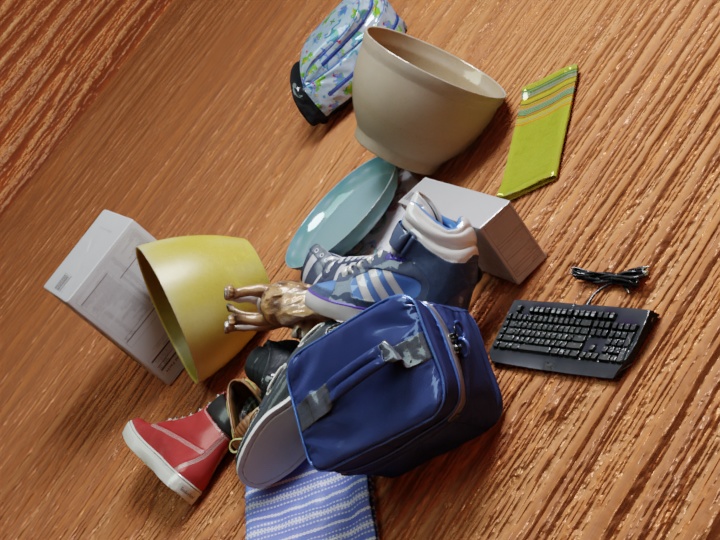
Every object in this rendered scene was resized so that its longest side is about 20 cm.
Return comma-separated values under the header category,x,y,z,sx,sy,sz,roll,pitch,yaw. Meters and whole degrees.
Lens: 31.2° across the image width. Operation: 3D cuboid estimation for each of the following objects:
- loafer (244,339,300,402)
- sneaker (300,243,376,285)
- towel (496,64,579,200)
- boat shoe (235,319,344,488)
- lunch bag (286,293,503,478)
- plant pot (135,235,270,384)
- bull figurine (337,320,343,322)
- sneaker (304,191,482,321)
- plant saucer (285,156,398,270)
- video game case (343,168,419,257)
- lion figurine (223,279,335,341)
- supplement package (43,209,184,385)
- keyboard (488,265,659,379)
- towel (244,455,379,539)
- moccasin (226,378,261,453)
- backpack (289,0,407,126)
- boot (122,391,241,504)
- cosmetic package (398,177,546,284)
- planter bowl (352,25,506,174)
category,x,y,z,sx,sy,sz,roll,pitch,yaw
loafer,-0.101,0.120,1.501,0.201,0.070,0.069,-68,-15,-82
sneaker,0.000,0.000,1.552,0.199,0.070,0.109,-35,49,31
towel,0.213,-0.167,1.547,0.086,0.018,0.201,-26,33,39
boat shoe,-0.069,0.141,1.379,0.200,0.076,0.060,-49,32,-11
lunch bag,0.032,0.113,1.249,0.199,0.132,0.137,-34,64,29
plant pot,-0.199,0.032,1.748,0.141,0.202,0.200,-25,21,-15
bull figurine,0.000,0.104,1.445,0.199,0.065,0.122,-4,53,58
sneaker,0.036,-0.014,1.384,0.198,0.080,0.148,10,94,31
plant saucer,-0.019,-0.071,1.693,0.200,0.027,0.201,-41,20,18
video game case,0.006,-0.039,1.683,0.200,0.024,0.183,-41,26,13
lion figurine,-0.100,0.045,1.536,0.200,0.121,0.073,-162,70,-80
supplement package,-0.328,0.037,1.891,0.151,0.200,0.151,-52,26,-10
keyboard,0.210,0.043,1.253,0.199,0.021,0.128,3,56,58
towel,-0.052,0.252,1.307,0.143,0.024,0.201,-20,31,7
moccasin,-0.116,0.189,1.484,0.074,0.078,0.202,-41,31,13
backpack,-0.018,-0.346,2.045,0.198,0.155,0.164,-23,26,18
boot,-0.218,0.199,1.648,0.145,0.072,0.199,-52,34,-10
cosmetic package,0.122,-0.048,1.442,0.051,0.083,0.200,-41,24,-11
planter bowl,0.071,-0.208,1.656,0.136,0.198,0.201,-65,20,19
